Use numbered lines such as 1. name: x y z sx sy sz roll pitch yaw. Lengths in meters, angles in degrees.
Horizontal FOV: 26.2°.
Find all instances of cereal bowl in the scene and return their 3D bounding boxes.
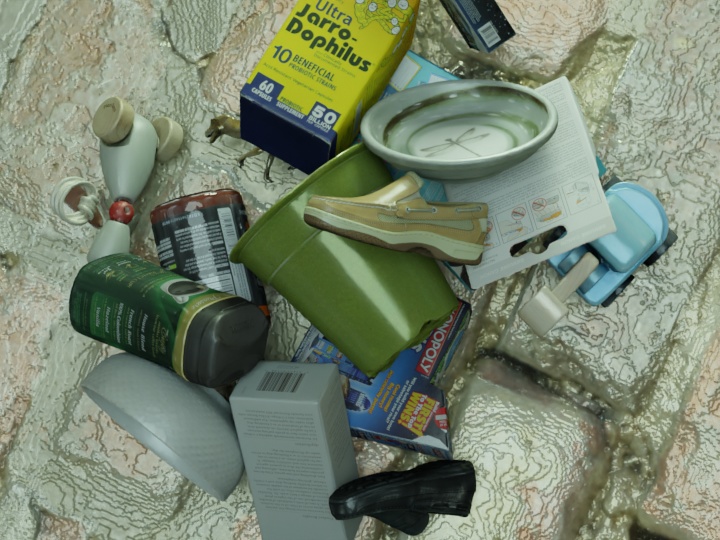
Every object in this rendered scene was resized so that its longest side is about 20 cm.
1. cereal bowl: -0.196 0.152 1.644 0.200 0.200 0.084 36 75 6

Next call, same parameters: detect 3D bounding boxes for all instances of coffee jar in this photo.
1. coffee jar: -0.195 0.051 1.589 0.199 0.104 0.086 20 112 30

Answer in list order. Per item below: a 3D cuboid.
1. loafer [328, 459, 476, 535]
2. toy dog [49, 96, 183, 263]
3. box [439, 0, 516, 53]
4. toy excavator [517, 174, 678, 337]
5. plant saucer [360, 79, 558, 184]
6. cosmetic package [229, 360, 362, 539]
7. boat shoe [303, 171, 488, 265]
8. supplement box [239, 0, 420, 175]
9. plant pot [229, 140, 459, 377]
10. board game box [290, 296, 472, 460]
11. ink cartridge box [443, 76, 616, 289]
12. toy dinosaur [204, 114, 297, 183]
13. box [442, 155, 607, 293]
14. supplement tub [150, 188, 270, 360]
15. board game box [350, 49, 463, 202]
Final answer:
1. loafer: 0.049 0.244 1.623 0.068 0.200 0.071 -7 88 45
2. toy dog: -0.277 -0.096 1.708 0.132 0.096 0.201 48 57 -30
3. box: 0.087 -0.326 1.642 0.038 0.137 0.201 -34 101 3
4. toy excavator: 0.238 -0.013 1.603 0.194 0.200 0.100 -44 83 1
5. plant saucer: 0.100 -0.132 1.558 0.198 0.201 0.051 -3 120 5
6. cosmetic package: -0.063 0.195 1.626 0.101 0.071 0.201 2 123 18
7. boat shoe: 0.037 -0.059 1.492 0.199 0.072 0.077 10 98 -34
8. supplement box: -0.032 -0.213 1.612 0.108 0.110 0.201 28 70 6
9. plant pot: 0.000 0.000 1.594 0.200 0.200 0.190 -39 83 2
10. board game box: 0.034 0.110 1.673 0.199 0.062 0.201 27 79 15
11. ink cartridge box: 0.169 -0.083 1.587 0.160 0.050 0.201 -23 57 15
12. toy dinosaur: -0.072 -0.158 1.666 0.198 0.058 0.102 -18 85 5
13. box: 0.163 -0.075 1.669 0.200 0.049 0.082 -43 128 2
14. supplement tub: -0.159 0.019 1.688 0.106 0.107 0.202 -13 87 5
15. board game box: 0.038 -0.164 1.707 0.199 0.047 0.152 31 91 7
